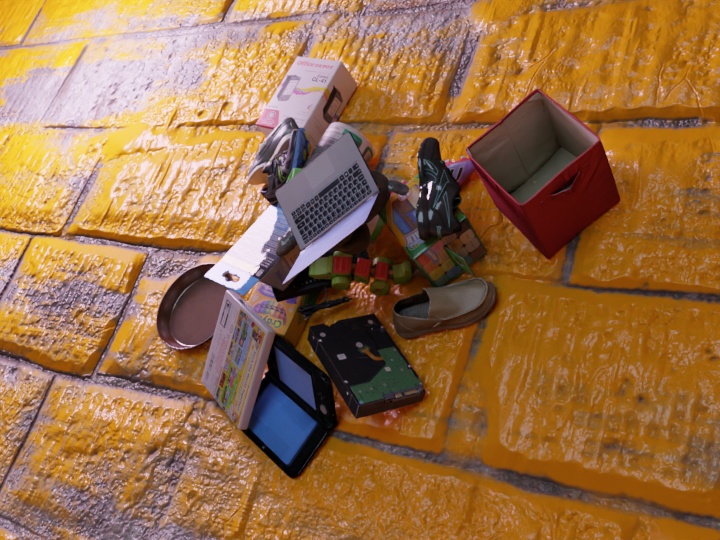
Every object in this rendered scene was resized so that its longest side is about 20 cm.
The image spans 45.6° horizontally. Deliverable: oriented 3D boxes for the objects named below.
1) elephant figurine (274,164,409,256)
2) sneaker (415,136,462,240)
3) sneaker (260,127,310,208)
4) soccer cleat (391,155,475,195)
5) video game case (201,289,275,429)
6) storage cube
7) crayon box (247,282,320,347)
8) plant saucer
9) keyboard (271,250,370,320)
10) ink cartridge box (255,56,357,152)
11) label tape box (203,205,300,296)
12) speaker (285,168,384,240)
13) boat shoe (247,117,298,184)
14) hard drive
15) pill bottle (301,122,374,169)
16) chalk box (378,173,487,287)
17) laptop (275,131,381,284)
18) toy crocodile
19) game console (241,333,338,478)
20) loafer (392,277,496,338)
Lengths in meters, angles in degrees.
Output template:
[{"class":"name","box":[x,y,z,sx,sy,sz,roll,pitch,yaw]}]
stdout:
[{"class":"elephant figurine","box":[-0.037,-0.091,1.538,0.154,0.140,0.203,9,74,60]},{"class":"sneaker","box":[0.138,-0.143,1.492,0.078,0.076,0.203,-3,64,11]},{"class":"sneaker","box":[-0.163,-0.215,1.792,0.082,0.201,0.071,32,40,5]},{"class":"soccer cleat","box":[0.144,-0.158,1.663,0.197,0.067,0.078,-22,83,10]},{"class":"video game case","box":[-0.234,0.165,1.616,0.182,0.023,0.203,36,113,49]},{"class":"storage cube","box":[0.316,-0.163,1.479,0.170,0.180,0.201,-39,50,2]},{"class":"crayon box","box":[-0.158,0.068,1.693,0.124,0.052,0.202,10,67,34]},{"class":"plant saucer","box":[-0.341,0.080,1.803,0.197,0.035,0.203,-14,56,22]},{"class":"keyboard","box":[-0.072,0.020,1.646,0.197,0.021,0.129,-16,69,-4]},{"class":"ink cartridge box","box":[-0.121,-0.374,1.929,0.146,0.086,0.202,16,71,36]},{"class":"label tape box","box":[-0.180,-0.023,1.630,0.143,0.064,0.200,20,62,46]},{"class":"speaker","box":[-0.051,-0.127,1.659,0.088,0.197,0.090,-159,90,-77]},{"class":"boat shoe","box":[-0.189,-0.256,1.864,0.200,0.072,0.063,-40,59,44]},{"class":"hard drive","box":[0.008,0.163,1.495,0.138,0.038,0.201,-10,42,-28]},{"class":"pill bottle","box":[-0.065,-0.194,1.763,0.112,0.113,0.202,21,72,37]},{"class":"chalk box","box":[0.138,-0.059,1.553,0.123,0.125,0.201,-37,48,4]},{"class":"laptop","box":[-0.071,-0.107,1.427,0.186,0.115,0.202,-35,70,24]},{"class":"toy crocodile","box":[0.000,0.000,1.609,0.197,0.062,0.069,7,67,5]},{"class":"game console","box":[-0.144,0.235,1.542,0.116,0.178,0.199,-31,44,-29]},{"class":"loafer","box":[0.143,0.064,1.509,0.198,0.067,0.077,-23,52,16]}]
